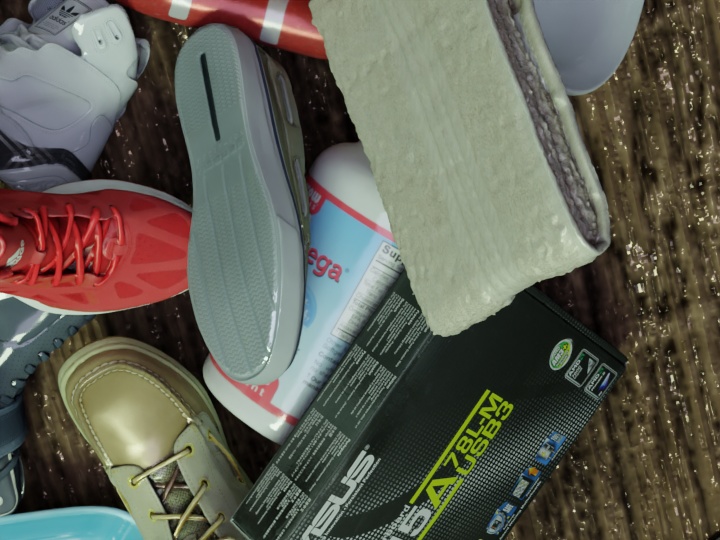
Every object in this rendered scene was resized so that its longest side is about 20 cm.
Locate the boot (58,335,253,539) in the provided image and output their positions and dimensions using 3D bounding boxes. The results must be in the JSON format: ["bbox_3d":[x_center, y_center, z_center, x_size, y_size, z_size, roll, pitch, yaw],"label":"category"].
[{"bbox_3d":[-0.094,0.143,0.874,0.072,0.155,0.201,-28,126,3],"label":"boot"}]

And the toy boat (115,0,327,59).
[{"bbox_3d":[-0.061,-0.188,0.843,0.198,0.131,0.132,12,101,-7],"label":"toy boat"}]

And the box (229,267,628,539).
[{"bbox_3d":[0.047,0.094,0.895,0.201,0.047,0.193,-54,144,1],"label":"box"}]

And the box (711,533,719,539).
[{"bbox_3d":[0.258,0.287,0.964,0.124,0.149,0.201,-36,102,2],"label":"box"}]

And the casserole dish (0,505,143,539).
[{"bbox_3d":[-0.199,0.204,0.904,0.198,0.039,0.122,-5,65,-24],"label":"casserole dish"}]

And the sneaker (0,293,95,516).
[{"bbox_3d":[-0.190,0.058,0.917,0.200,0.077,0.148,-17,107,-4],"label":"sneaker"}]

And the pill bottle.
[{"bbox_3d":[0.000,0.000,0.901,0.108,0.109,0.201,28,98,-10],"label":"pill bottle"}]

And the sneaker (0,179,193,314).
[{"bbox_3d":[-0.160,-0.005,0.802,0.198,0.115,0.079,0,100,-20],"label":"sneaker"}]

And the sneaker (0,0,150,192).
[{"bbox_3d":[-0.196,-0.118,0.846,0.115,0.075,0.200,-56,142,-1],"label":"sneaker"}]

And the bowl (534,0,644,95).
[{"bbox_3d":[0.080,-0.195,0.847,0.090,0.201,0.203,4,105,33],"label":"bowl"}]

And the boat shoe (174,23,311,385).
[{"bbox_3d":[-0.052,-0.037,0.843,0.072,0.062,0.202,-21,68,38],"label":"boat shoe"}]

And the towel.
[{"bbox_3d":[0.044,-0.079,0.768,0.034,0.132,0.202,-12,77,-34],"label":"towel"}]
